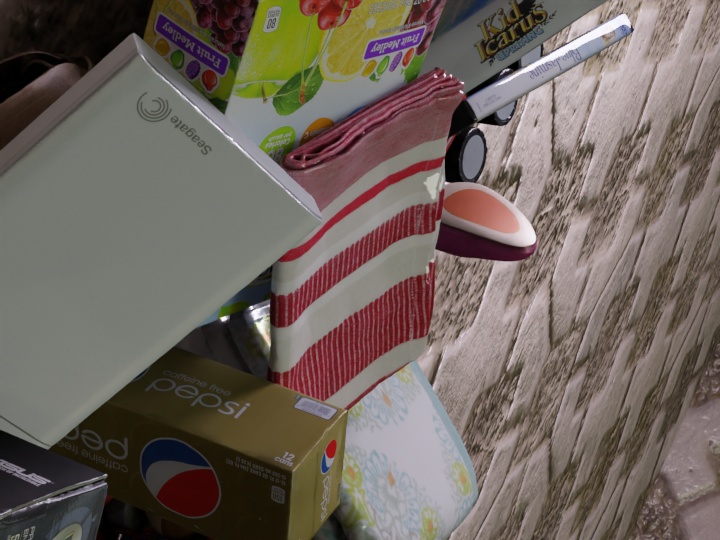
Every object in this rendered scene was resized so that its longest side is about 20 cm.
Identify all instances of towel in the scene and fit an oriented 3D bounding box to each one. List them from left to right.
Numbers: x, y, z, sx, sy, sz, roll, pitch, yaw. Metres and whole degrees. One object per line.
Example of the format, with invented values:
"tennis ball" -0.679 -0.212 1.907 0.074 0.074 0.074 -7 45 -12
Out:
"towel" -0.008 0.094 1.001 0.048 0.200 0.171 -31 178 28
"towel" 0.000 0.000 0.876 0.144 0.023 0.200 -35 142 -42

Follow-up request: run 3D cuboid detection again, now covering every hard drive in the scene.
"hard drive" -0.134 -0.002 0.747 0.200 0.027 0.132 -40 128 11

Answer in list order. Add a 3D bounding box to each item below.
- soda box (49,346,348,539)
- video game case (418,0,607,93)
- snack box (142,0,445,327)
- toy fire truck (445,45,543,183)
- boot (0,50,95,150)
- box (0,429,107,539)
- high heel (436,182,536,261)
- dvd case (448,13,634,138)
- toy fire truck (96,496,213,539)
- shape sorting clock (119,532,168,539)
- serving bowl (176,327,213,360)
"soda box" -0.110 0.084 0.858 0.064 0.200 0.068 -45 147 -50
"video game case" 0.063 -0.172 1.035 0.045 0.181 0.200 51 14 -21
"snack box" -0.048 -0.076 0.831 0.169 0.068 0.200 -22 142 -49
"toy fire truck" 0.063 -0.184 1.207 0.176 0.129 0.200 -59 144 -28
"boot" -0.141 -0.086 0.833 0.200 0.074 0.076 -43 136 -47
"box" -0.220 0.162 0.701 0.086 0.164 0.200 -10 115 -66
"high heel" 0.051 -0.020 1.182 0.067 0.200 0.096 -22 124 -36
"dvd case" 0.082 -0.111 1.074 0.200 0.143 0.018 -33 93 -44
"toy fire truck" -0.125 0.172 0.939 0.200 0.168 0.112 -67 159 -11
"shape sorting clock" -0.104 0.191 1.007 0.039 0.200 0.200 38 69 -37
"serving bowl" -0.086 0.003 1.043 0.200 0.066 0.200 -50 150 -45
